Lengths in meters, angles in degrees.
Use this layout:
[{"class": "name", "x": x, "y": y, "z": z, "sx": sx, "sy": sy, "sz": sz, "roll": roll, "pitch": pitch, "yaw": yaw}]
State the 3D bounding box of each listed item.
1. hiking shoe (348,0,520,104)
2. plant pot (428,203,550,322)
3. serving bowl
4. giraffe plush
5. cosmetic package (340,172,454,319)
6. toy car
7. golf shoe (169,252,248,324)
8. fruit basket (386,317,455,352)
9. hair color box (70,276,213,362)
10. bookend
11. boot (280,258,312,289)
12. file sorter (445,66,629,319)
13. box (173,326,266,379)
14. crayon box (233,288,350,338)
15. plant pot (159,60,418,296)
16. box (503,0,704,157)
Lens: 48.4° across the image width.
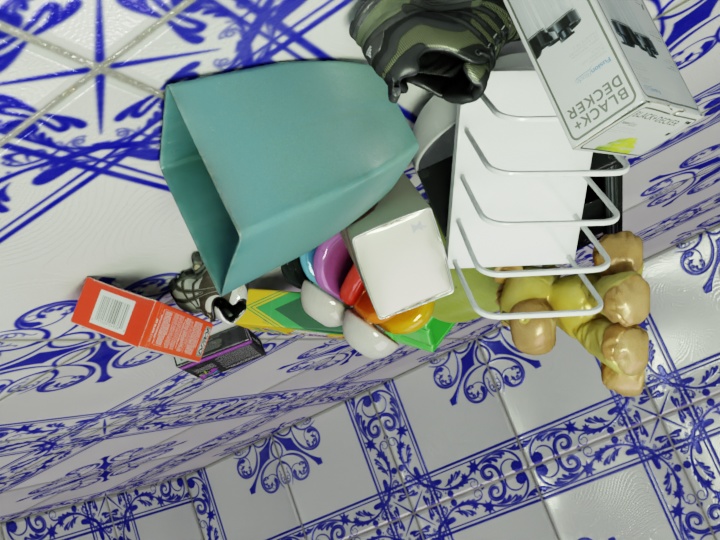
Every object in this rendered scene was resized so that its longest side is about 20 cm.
[{"class": "hiking shoe", "x": 0.089, "y": -0.186, "z": 0.680, "sx": 0.197, "sy": 0.102, "sz": 0.076, "roll": -16, "pitch": 165, "yaw": -25}, {"class": "plant pot", "x": 0.181, "y": -0.023, "z": 1.132, "sx": 0.184, "sy": 0.191, "sz": 0.199, "roll": -16, "pitch": -178, "yaw": -23}, {"class": "serving bowl", "x": 0.139, "y": -0.175, "z": 0.871, "sx": 0.197, "sy": 0.067, "sz": 0.200, "roll": -20, "pitch": 165, "yaw": -6}, {"class": "giraffe plush", "x": 0.229, "y": 0.038, "z": 0.900, "sx": 0.159, "sy": 0.176, "sz": 0.201, "roll": -1, "pitch": -157, "yaw": 12}, {"class": "cosmetic package", "x": 0.022, "y": -0.048, "z": 0.865, "sx": 0.086, "sy": 0.105, "sz": 0.201, "roll": -20, "pitch": -152, "yaw": -3}, {"class": "toy car", "x": 0.000, "y": 0.000, "z": 1.031, "sx": 0.177, "sy": 0.199, "sz": 0.150, "roll": -57, "pitch": 147, "yaw": 0}, {"class": "golf shoe", "x": -0.200, "y": 0.037, "z": 1.070, "sx": 0.077, "sy": 0.096, "sz": 0.200, "roll": -15, "pitch": 166, "yaw": -28}, {"class": "fruit basket", "x": 0.086, "y": 0.015, "z": 1.346, "sx": 0.212, "sy": 0.218, "sz": 0.156, "roll": -22, "pitch": 145, "yaw": -1}, {"class": "hair color box", "x": -0.276, "y": 0.068, "z": 1.040, "sx": 0.100, "sy": 0.062, "sz": 0.200, "roll": 18, "pitch": 171, "yaw": 12}, {"class": "bookend", "x": 0.188, "y": -0.066, "z": 0.912, "sx": 0.197, "sy": 0.093, "sz": 0.199, "roll": -23, "pitch": 149, "yaw": 5}, {"class": "boot", "x": -0.040, "y": 0.004, "z": 1.223, "sx": 0.197, "sy": 0.077, "sz": 0.168, "roll": -21, "pitch": 164, "yaw": -24}, {"class": "file sorter", "x": 0.162, "y": -0.069, "z": 0.736, "sx": 0.136, "sy": 0.125, "sz": 0.203, "roll": -2, "pitch": 120, "yaw": -6}, {"class": "box", "x": -0.265, "y": 0.159, "z": 1.535, "sx": 0.141, "sy": 0.037, "sz": 0.200, "roll": -21, "pitch": 164, "yaw": -3}, {"class": "crayon box", "x": -0.094, "y": 0.071, "z": 1.255, "sx": 0.169, "sy": 0.060, "sz": 0.200, "roll": 3, "pitch": 172, "yaw": 3}, {"class": "plant pot", "x": -0.059, "y": -0.099, "z": 0.721, "sx": 0.198, "sy": 0.143, "sz": 0.141, "roll": -24, "pitch": 168, "yaw": -24}, {"class": "box", "x": 0.163, "y": -0.187, "z": 0.587, "sx": 0.060, "sy": 0.203, "sz": 0.116, "roll": -33, "pitch": 163, "yaw": 38}]
